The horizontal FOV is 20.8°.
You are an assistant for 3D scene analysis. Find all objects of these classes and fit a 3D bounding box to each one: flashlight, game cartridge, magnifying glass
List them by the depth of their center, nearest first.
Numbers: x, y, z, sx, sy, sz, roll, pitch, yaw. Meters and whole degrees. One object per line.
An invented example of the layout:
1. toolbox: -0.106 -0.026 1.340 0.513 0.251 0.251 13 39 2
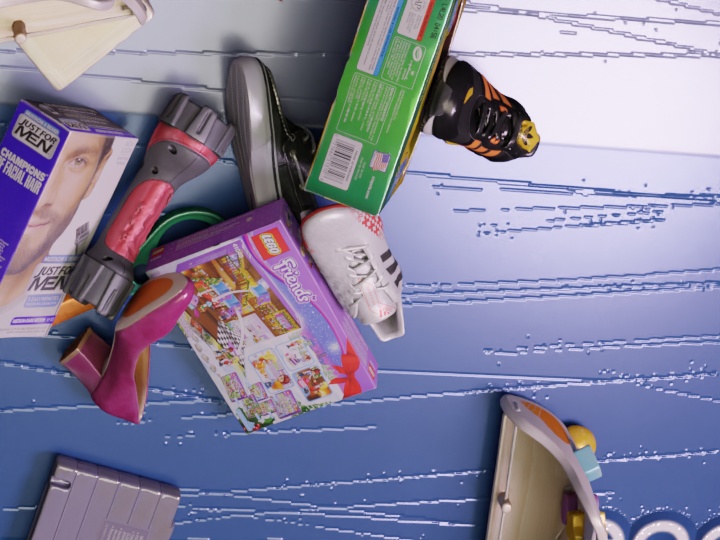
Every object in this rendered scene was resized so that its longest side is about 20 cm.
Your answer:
1. flashlight: -0.183 -0.054 1.702 0.068 0.068 0.201 28 84 14
2. magnifying glass: -0.205 0.005 1.766 0.198 0.022 0.080 -23 112 -3
3. game cartridge: -0.257 0.281 1.845 0.129 0.038 0.202 16 104 -21

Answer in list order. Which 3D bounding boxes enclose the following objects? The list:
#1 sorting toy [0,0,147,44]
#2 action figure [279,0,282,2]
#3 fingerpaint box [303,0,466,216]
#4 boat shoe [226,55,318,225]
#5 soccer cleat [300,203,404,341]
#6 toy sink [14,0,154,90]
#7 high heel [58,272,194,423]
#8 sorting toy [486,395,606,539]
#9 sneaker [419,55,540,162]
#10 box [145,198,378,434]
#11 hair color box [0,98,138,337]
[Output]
1. sorting toy: -0.257 -0.205 1.457 0.198 0.180 0.108 -12 111 -9
2. action figure: -0.081 -0.268 1.679 0.198 0.052 0.066 2 87 -4
3. fingerpaint box: 0.028 -0.163 1.675 0.073 0.167 0.202 20 104 3
4. boat shoe: -0.072 -0.102 1.740 0.070 0.072 0.202 -17 122 -14
5. soccer cleat: 0.000 0.000 1.725 0.068 0.086 0.200 -19 156 7
6. toy sink: -0.269 -0.269 1.599 0.112 0.130 0.200 -38 111 2
7. high heel: -0.183 0.073 1.726 0.096 0.068 0.200 42 131 -15
8. sorting toy: 0.188 0.245 1.842 0.106 0.180 0.202 2 109 -13
9. sneaker: 0.111 -0.133 1.687 0.089 0.200 0.071 20 91 11
10. box: -0.086 0.044 1.761 0.136 0.039 0.201 -19 121 16
11. hair color box: -0.280 -0.042 1.681 0.064 0.109 0.201 30 103 22
